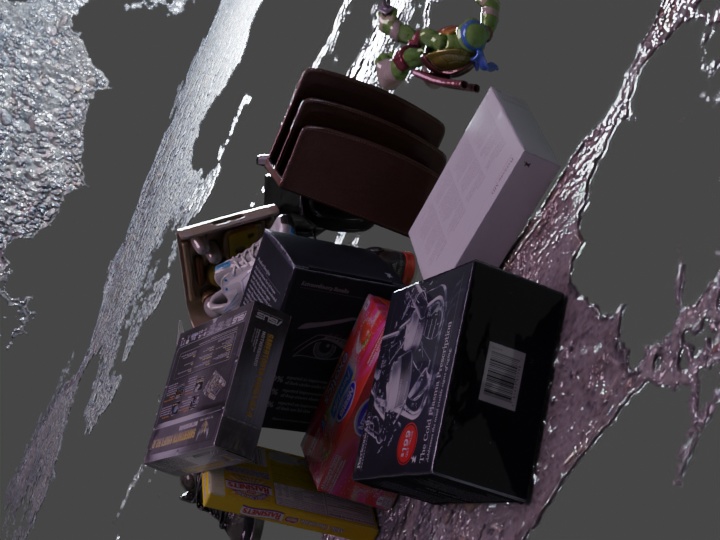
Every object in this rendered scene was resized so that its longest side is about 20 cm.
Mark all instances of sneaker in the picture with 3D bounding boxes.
[{"bbox_3d":[-0.195,0.324,1.778,0.077,0.113,0.200,-65,23,18],"label":"sneaker"},{"bbox_3d":[-0.150,0.000,1.737,0.075,0.086,0.201,-94,27,-50],"label":"sneaker"},{"bbox_3d":[0.000,0.000,1.595,0.200,0.081,0.078,-23,51,64],"label":"sneaker"}]

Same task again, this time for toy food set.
[{"bbox_3d":[-0.178,-0.001,1.810,0.201,0.142,0.061,91,157,-49],"label":"toy food set"}]

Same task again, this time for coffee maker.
[{"bbox_3d":[-0.050,-0.098,1.786,0.200,0.133,0.195,-169,63,-71],"label":"coffee maker"}]

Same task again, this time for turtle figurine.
[{"bbox_3d":[0.090,-0.303,1.554,0.144,0.201,0.194,-41,3,-24],"label":"turtle figurine"}]

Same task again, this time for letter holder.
[{"bbox_3d":[0.008,-0.142,1.529,0.144,0.198,0.101,-66,21,11],"label":"letter holder"}]

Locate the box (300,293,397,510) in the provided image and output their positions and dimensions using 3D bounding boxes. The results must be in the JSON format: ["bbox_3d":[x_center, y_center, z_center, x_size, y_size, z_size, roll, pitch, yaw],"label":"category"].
[{"bbox_3d":[0.020,0.143,1.394,0.202,0.094,0.100,-65,22,15],"label":"box"}]

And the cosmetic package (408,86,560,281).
[{"bbox_3d":[0.127,-0.073,1.373,0.201,0.051,0.151,-61,20,26],"label":"cosmetic package"}]

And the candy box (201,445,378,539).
[{"bbox_3d":[-0.080,0.241,1.418,0.103,0.198,0.027,-103,35,-56],"label":"candy box"}]

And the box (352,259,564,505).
[{"bbox_3d":[0.090,0.114,1.227,0.182,0.103,0.203,-26,48,64],"label":"box"}]

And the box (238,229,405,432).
[{"bbox_3d":[-0.059,0.073,1.452,0.104,0.146,0.202,46,120,56],"label":"box"}]

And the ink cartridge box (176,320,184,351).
[{"bbox_3d":[-0.219,0.176,1.894,0.117,0.067,0.202,-94,-4,-46],"label":"ink cartridge box"}]

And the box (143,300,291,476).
[{"bbox_3d":[-0.155,0.130,1.372,0.199,0.048,0.160,-24,48,57],"label":"box"}]
